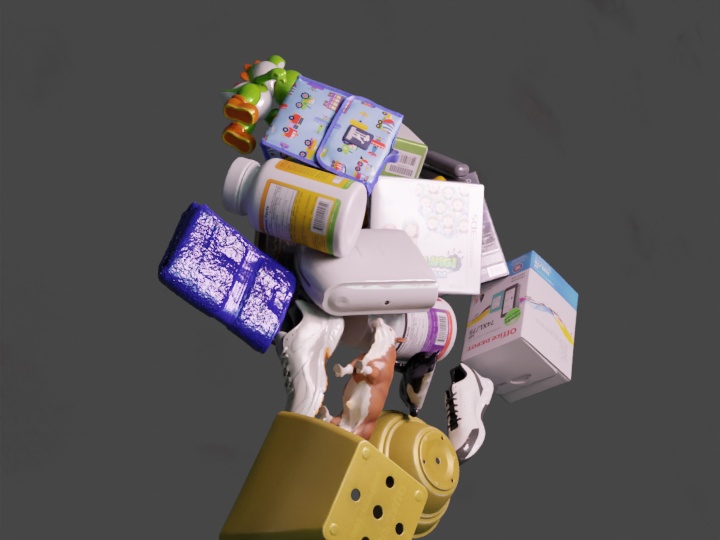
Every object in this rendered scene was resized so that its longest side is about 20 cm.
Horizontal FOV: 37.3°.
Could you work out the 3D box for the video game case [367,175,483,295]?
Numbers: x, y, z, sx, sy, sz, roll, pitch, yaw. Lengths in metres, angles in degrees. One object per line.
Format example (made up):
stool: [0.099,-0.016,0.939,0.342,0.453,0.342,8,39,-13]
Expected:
video game case: [0.106,-0.057,1.753,0.196,0.024,0.186,3,87,-15]

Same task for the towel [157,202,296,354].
towel: [-0.184,0.007,1.521,0.199,0.049,0.149,36,47,-23]

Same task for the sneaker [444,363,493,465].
sneaker: [0.166,0.241,1.791,0.080,0.073,0.201,40,36,-18]

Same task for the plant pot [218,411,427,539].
plant pot: [-0.031,0.316,1.402,0.199,0.175,0.202,41,58,-25]

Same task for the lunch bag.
lunch bag: [-0.034,-0.194,1.644,0.197,0.095,0.152,17,57,13]

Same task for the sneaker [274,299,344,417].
sneaker: [-0.094,0.137,1.549,0.091,0.076,0.203,26,59,-19]

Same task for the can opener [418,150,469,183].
can opener: [0.109,-0.184,1.881,0.066,0.199,0.054,-6,111,-31]

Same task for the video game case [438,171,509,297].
video game case: [0.173,-0.066,1.931,0.140,0.019,0.203,-16,78,-9]

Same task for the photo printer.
photo printer: [0.000,0.000,1.620,0.196,0.071,0.167,-1,33,-21]

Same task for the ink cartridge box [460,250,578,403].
ink cartridge box: [0.291,0.104,1.936,0.146,0.146,0.202,40,44,-27]

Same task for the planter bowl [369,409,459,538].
planter bowl: [0.095,0.305,1.657,0.199,0.083,0.204,25,53,-38]

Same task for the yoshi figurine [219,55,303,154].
yoshi figurine: [-0.143,-0.271,1.696,0.113,0.111,0.201,55,37,-26]

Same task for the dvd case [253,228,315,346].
dvd case: [-0.107,0.028,1.635,0.147,0.016,0.203,28,51,-36]

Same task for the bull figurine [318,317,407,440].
bull figurine: [0.003,0.171,1.576,0.121,0.064,0.204,5,100,-56]

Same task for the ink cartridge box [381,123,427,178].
ink cartridge box: [0.012,-0.224,1.826,0.145,0.077,0.200,13,19,-21]

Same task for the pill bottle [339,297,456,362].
pill bottle: [0.053,0.087,1.707,0.198,0.111,0.113,10,62,-44]

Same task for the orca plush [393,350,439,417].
orca plush: [0.073,0.168,1.666,0.070,0.200,0.107,20,82,6]

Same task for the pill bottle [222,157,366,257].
pill bottle: [-0.099,-0.100,1.574,0.197,0.112,0.112,17,42,13]

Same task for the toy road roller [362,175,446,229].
toy road roller: [0.084,-0.081,1.806,0.124,0.145,0.200,57,39,-6]
